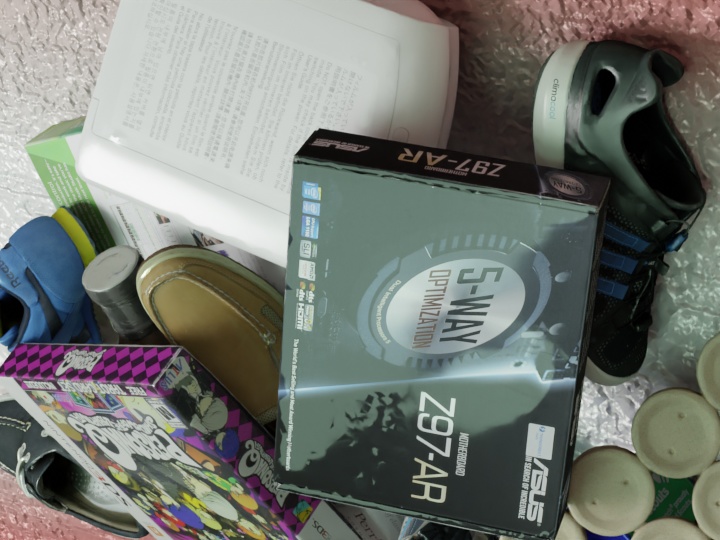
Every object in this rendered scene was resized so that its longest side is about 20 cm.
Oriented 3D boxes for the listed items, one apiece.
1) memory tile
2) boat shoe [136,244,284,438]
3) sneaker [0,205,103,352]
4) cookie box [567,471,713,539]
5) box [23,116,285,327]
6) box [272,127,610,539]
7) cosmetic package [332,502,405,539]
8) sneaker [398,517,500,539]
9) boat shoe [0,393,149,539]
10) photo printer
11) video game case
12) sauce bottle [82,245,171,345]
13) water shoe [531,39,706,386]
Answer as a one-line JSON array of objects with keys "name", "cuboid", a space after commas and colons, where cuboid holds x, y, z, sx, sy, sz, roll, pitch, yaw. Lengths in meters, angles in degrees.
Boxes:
[{"name": "memory tile", "cuboid": [0.188, 0.142, 1.083, 0.200, 0.017, 0.153, -43, 88, 13]}, {"name": "boat shoe", "cuboid": [-0.060, 0.065, 1.208, 0.072, 0.076, 0.200, -34, 123, 23]}, {"name": "sneaker", "cuboid": [-0.219, 0.032, 1.334, 0.066, 0.078, 0.200, 48, 157, 19]}, {"name": "cookie box", "cuboid": [0.175, 0.226, 1.180, 0.200, 0.075, 0.171, 48, 136, 1]}, {"name": "box", "cuboid": [-0.113, -0.038, 1.260, 0.200, 0.036, 0.145, -8, 113, 41]}, {"name": "box", "cuboid": [0.040, 0.036, 1.043, 0.160, 0.044, 0.201, 11, 116, 12]}, {"name": "cosmetic package", "cuboid": [-0.014, 0.195, 1.314, 0.102, 0.074, 0.200, 54, 138, -6]}, {"name": "sneaker", "cuboid": [0.054, 0.173, 1.166, 0.077, 0.200, 0.086, 26, 146, 0]}, {"name": "boat shoe", "cuboid": [-0.216, 0.142, 1.447, 0.200, 0.060, 0.076, 10, 124, 34]}, {"name": "photo printer", "cuboid": [-0.047, -0.092, 1.101, 0.200, 0.069, 0.167, 22, 103, 19]}, {"name": "video game case", "cuboid": [-0.117, 0.116, 1.240, 0.200, 0.036, 0.181, -1, 137, 52]}, {"name": "sauce bottle", "cuboid": [-0.114, 0.066, 1.275, 0.065, 0.065, 0.200, 4, 136, 37]}, {"name": "water shoe", "cuboid": [0.140, -0.023, 1.040, 0.079, 0.071, 0.201, 7, 123, 33]}]
